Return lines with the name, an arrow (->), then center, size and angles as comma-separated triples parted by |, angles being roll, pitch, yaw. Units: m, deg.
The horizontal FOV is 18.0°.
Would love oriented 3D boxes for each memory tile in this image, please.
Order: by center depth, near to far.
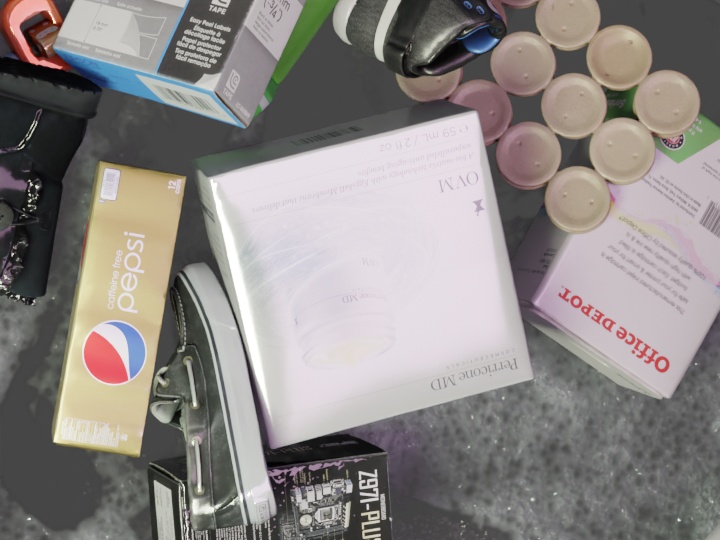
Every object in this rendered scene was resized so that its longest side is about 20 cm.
memory tile -> 0.141, -0.138, 1.697 | 0.200, 0.017, 0.153 | 41, 85, 9

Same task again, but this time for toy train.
toy train -> -0.285, -0.158, 1.556 | 0.199, 0.056, 0.151 | -27, 103, -18

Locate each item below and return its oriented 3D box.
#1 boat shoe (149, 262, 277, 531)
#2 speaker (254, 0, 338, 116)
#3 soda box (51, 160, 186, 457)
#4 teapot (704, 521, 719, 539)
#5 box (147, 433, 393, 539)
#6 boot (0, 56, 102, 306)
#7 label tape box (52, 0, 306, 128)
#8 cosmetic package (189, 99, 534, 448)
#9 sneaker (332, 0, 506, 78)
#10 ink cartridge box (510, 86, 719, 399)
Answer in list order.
boat shoe -> -0.112, 0.086, 1.579 | 0.070, 0.072, 0.201 | -12, 61, -8
speaker -> -0.056, -0.205, 1.628 | 0.088, 0.088, 0.201 | 38, 80, -20
soda box -> -0.172, 0.026, 1.604 | 0.063, 0.068, 0.202 | 10, 91, -9
teapot -> 0.300, 0.305, 1.780 | 0.197, 0.200, 0.146 | 44, 33, 12
box -> -0.062, 0.233, 1.660 | 0.162, 0.086, 0.202 | -7, 97, -21
boot -> -0.281, -0.065, 1.527 | 0.199, 0.076, 0.169 | 11, 104, -35
label tape box -> -0.105, -0.213, 1.562 | 0.063, 0.143, 0.201 | 43, 68, -57
cosmetic package -> 0.000, 0.000, 1.628 | 0.198, 0.123, 0.202 | -15, 101, -8
sneaker -> 0.082, -0.222, 1.661 | 0.200, 0.112, 0.073 | -51, 152, -3
ink cartridge box -> 0.215, -0.024, 1.750 | 0.144, 0.084, 0.201 | 33, 82, -20
